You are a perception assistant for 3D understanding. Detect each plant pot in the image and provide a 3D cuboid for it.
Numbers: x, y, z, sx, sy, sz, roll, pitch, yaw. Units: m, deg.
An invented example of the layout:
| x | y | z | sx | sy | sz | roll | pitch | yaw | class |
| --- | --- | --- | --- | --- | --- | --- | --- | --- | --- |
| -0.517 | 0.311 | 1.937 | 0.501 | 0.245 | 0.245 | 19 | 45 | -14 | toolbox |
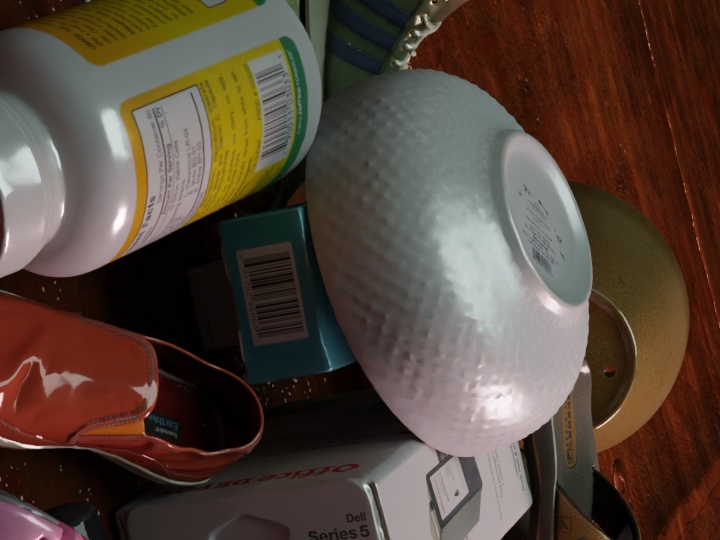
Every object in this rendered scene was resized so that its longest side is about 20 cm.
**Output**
| x | y | z | sx | sy | sz | roll | pitch | yaw | class |
| --- | --- | --- | --- | --- | --- | --- | --- | --- | --- |
| 0.121 | 0.042 | 1.271 | 0.200 | 0.185 | 0.188 | -47 | 123 | -82 | plant pot |

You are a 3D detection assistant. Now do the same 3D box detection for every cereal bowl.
| x | y | z | sx | sy | sz | roll | pitch | yaw | class |
| --- | --- | --- | --- | --- | --- | --- | --- | --- | --- |
| 0.060 | -0.013 | 1.019 | 0.200 | 0.083 | 0.202 | 43 | 36 | -43 | cereal bowl |

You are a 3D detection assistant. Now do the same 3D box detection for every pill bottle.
| x | y | z | sx | sy | sz | roll | pitch | yaw | class |
| --- | --- | --- | --- | --- | --- | --- | --- | --- | --- |
| -0.118 | -0.063 | 0.914 | 0.199 | 0.112 | 0.114 | -30 | 107 | -47 | pill bottle |

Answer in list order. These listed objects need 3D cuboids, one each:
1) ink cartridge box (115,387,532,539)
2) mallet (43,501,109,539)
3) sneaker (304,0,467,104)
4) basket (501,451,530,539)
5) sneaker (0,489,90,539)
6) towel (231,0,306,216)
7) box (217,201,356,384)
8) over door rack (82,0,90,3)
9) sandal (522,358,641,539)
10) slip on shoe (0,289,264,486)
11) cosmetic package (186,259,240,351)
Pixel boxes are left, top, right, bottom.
| x | y | z | sx | sy | sz | roll | pitch | yaw | class |
| --- | --- | --- | --- | --- | --- | --- | --- | --- | --- |
| -0.013 | 0.124 | 1.050 | 0.200 | 0.144 | 0.085 | -30 | 107 | -64 | ink cartridge box |
| -0.162 | 0.156 | 0.847 | 0.200 | 0.041 | 0.067 | -26 | 104 | -61 | mallet |
| 0.017 | -0.141 | 1.098 | 0.067 | 0.089 | 0.202 | -77 | 167 | -64 | sneaker |
| 0.058 | 0.205 | 1.196 | 0.201 | 0.135 | 0.182 | -73 | 151 | -53 | basket |
| -0.124 | 0.159 | 0.829 | 0.200 | 0.079 | 0.096 | 42 | 70 | -43 | sneaker |
| -0.047 | -0.136 | 1.097 | 0.148 | 0.036 | 0.202 | -60 | 151 | -75 | towel |
| 0.000 | 0.000 | 1.056 | 0.200 | 0.049 | 0.083 | -18 | 98 | -63 | box |
| -0.109 | -0.166 | 1.068 | 0.201 | 0.066 | 0.149 | 58 | 30 | -38 | over door rack |
| 0.131 | 0.142 | 1.140 | 0.082 | 0.054 | 0.202 | -3 | 91 | -62 | sandal |
| -0.122 | 0.050 | 0.925 | 0.199 | 0.061 | 0.075 | 26 | 53 | -43 | slip on shoe |
| -0.016 | 0.004 | 1.176 | 0.200 | 0.082 | 0.051 | -18 | 95 | -65 | cosmetic package |
